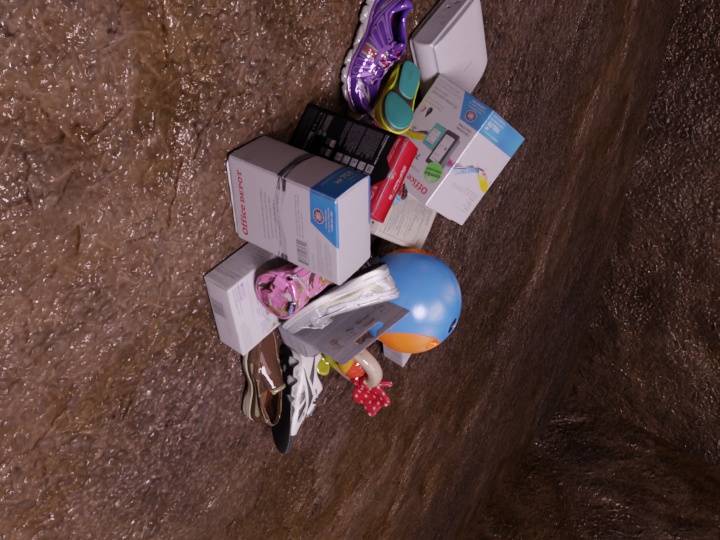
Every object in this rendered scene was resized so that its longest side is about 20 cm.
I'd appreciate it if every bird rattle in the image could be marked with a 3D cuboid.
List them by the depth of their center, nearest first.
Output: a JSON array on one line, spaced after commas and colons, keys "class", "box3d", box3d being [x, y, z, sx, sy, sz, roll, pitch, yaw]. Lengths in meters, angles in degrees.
[{"class": "bird rattle", "box3d": [-0.018, 0.188, 1.365, 0.113, 0.200, 0.163, -42, 173, -24]}]

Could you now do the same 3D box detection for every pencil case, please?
[{"class": "pencil case", "box3d": [-0.073, -0.002, 1.127, 0.200, 0.086, 0.084, -36, 125, -43]}]

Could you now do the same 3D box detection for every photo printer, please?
[{"class": "photo printer", "box3d": [0.172, -0.401, 1.347, 0.167, 0.069, 0.201, -52, 149, -20]}]

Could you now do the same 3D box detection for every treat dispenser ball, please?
[{"class": "treat dispenser ball", "box3d": [0.096, 0.058, 1.385, 0.201, 0.200, 0.202, -38, 142, -38]}]

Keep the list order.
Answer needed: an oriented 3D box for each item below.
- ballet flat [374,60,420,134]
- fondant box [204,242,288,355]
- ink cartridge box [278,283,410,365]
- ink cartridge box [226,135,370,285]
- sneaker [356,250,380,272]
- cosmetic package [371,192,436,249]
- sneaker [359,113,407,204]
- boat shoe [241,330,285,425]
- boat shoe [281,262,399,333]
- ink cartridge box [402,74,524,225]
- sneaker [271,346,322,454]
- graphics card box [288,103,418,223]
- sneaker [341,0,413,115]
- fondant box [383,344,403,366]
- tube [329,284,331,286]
[{"class": "ballet flat", "box3d": [0.057, -0.280, 1.209, 0.067, 0.067, 0.201, -35, -154, 41]}, {"class": "fondant box", "box3d": [-0.151, 0.019, 1.159, 0.200, 0.058, 0.145, -41, 143, -34]}, {"class": "ink cartridge box", "box3d": [-0.029, 0.100, 1.256, 0.162, 0.199, 0.057, -37, 131, -25]}, {"class": "ink cartridge box", "box3d": [-0.088, -0.090, 1.032, 0.086, 0.199, 0.148, -39, 143, -38]}, {"class": "sneaker", "box3d": [0.000, 0.000, 1.278, 0.200, 0.082, 0.072, -96, 179, -70]}, {"class": "cosmetic package", "box3d": [0.058, -0.110, 1.370, 0.200, 0.087, 0.104, 20, 93, -60]}, {"class": "sneaker", "box3d": [0.006, -0.174, 1.144, 0.095, 0.201, 0.079, -26, 134, 12]}, {"class": "boat shoe", "box3d": [-0.160, 0.186, 1.255, 0.075, 0.074, 0.204, -32, 137, -44]}, {"class": "boat shoe", "box3d": [-0.036, 0.057, 1.160, 0.201, 0.065, 0.074, -28, -173, 5]}, {"class": "ink cartridge box", "box3d": [0.166, -0.217, 1.312, 0.146, 0.147, 0.201, 18, 111, -53]}, {"class": "sneaker", "box3d": [-0.110, 0.242, 1.323, 0.088, 0.074, 0.202, 4, 100, -38]}, {"class": "graphics card box", "box3d": [-0.023, -0.165, 1.079, 0.051, 0.199, 0.126, 27, 89, -59]}, {"class": "sneaker", "box3d": [0.029, -0.345, 1.144, 0.080, 0.083, 0.202, -15, 127, -53]}, {"class": "fondant box", "box3d": [0.109, 0.120, 1.593, 0.145, 0.058, 0.200, -57, 168, -15]}, {"class": "tube", "box3d": [-0.009, 0.075, 1.444, 0.052, 0.058, 0.200, -52, 152, 11]}]
